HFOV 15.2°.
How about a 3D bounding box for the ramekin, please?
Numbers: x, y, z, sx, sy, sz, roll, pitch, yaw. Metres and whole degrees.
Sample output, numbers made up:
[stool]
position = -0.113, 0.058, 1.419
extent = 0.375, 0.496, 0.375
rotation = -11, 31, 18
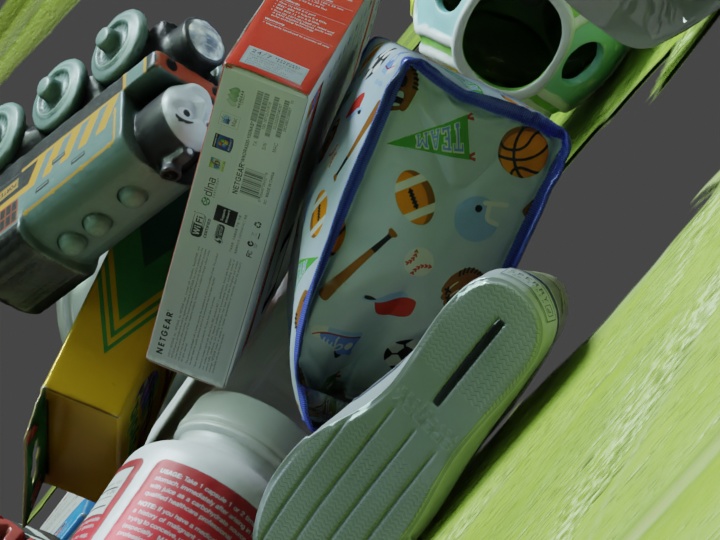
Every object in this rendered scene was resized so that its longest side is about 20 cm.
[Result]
[ramekin]
position = -0.040, 0.067, 1.620
extent = 0.203, 0.094, 0.202
rotation = -52, 6, 7

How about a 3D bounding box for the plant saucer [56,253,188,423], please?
[plant saucer]
position = -0.097, 0.022, 1.753
extent = 0.200, 0.200, 0.050
rotation = -56, 14, -28

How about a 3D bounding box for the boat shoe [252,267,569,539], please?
[boat shoe]
position = 0.029, 0.078, 1.254
extent = 0.200, 0.072, 0.062
rotation = -46, -16, 22

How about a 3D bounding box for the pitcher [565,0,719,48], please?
[pitcher]
position = 0.207, -0.235, 1.482
extent = 0.171, 0.121, 0.200
rotation = -10, 50, 50

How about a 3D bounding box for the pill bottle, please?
[pill bottle]
position = -0.102, 0.165, 1.445
extent = 0.200, 0.112, 0.112
rotation = -56, 7, -31

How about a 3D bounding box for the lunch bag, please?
[lunch bag]
position = 0.022, -0.008, 1.423
extent = 0.170, 0.124, 0.201
rotation = -120, 55, -82

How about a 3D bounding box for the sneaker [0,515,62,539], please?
[sneaker]
position = -0.187, 0.207, 1.665
extent = 0.071, 0.200, 0.098
rotation = -62, -28, -2

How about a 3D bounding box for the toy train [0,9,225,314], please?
[toy train]
position = -0.149, -0.061, 1.518
extent = 0.200, 0.085, 0.114
rotation = -33, 42, 32

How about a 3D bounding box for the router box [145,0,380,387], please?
[router box]
position = -0.049, -0.065, 1.487
extent = 0.180, 0.049, 0.200
rotation = -64, -7, -55

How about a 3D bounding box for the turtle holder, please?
[turtle holder]
position = 0.087, -0.151, 1.651
extent = 0.185, 0.141, 0.132
rotation = -34, 13, 22

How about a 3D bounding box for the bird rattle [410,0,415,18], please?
[bird rattle]
position = 0.085, -0.154, 1.938
extent = 0.200, 0.112, 0.163
rotation = -60, -8, -68

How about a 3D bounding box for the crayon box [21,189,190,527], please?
[crayon box]
position = -0.138, 0.050, 1.568
extent = 0.127, 0.051, 0.200
rotation = 102, -170, -61

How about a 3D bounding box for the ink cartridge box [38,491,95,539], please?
[ink cartridge box]
position = -0.210, 0.232, 1.983
extent = 0.146, 0.084, 0.200
rotation = -52, 6, 7
